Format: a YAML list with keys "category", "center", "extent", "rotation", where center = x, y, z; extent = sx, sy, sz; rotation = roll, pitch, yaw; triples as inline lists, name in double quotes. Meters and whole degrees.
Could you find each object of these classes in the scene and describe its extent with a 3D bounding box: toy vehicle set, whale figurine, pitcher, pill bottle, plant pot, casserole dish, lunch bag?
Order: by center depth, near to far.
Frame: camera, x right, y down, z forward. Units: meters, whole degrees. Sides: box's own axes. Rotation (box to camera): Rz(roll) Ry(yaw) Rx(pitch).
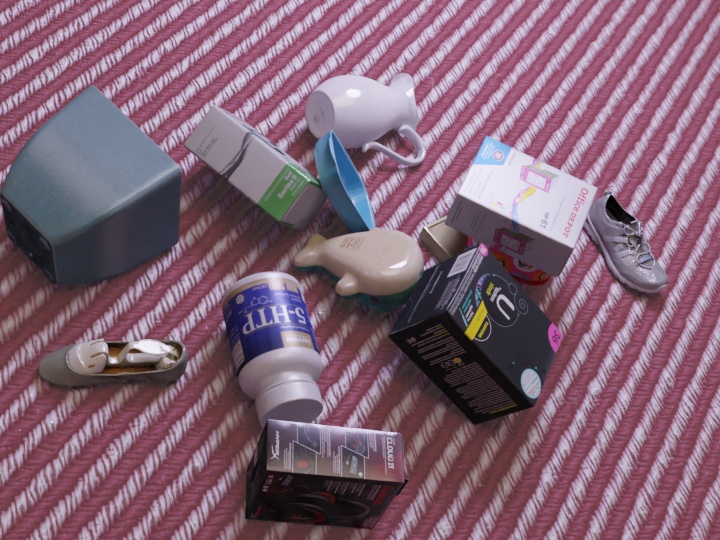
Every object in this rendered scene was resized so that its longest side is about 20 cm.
- category: "pill bottle"
  center: [-0.118, 0.114, 1.535]
  extent: [0.119, 0.120, 0.201]
  rotation: [-4, 56, -22]
- category: "plant pot"
  center: [-0.393, -0.097, 1.561]
  extent: [0.196, 0.197, 0.200]
  rotation: [43, 60, 15]
- category: "whale figurine"
  center: [0.000, 0.000, 1.695]
  extent: [0.199, 0.104, 0.159]
  rotation: [9, 42, 18]
- category: "casserole dish"
  center: [-0.026, -0.131, 1.738]
  extent: [0.039, 0.200, 0.122]
  rotation: [-19, 54, 10]
- category: "lunch bag"
  center: [0.248, -0.084, 1.804]
  extent: [0.175, 0.082, 0.201]
  rotation: [20, 51, -3]
- category: "toy vehicle set"
  center: [0.210, -0.056, 1.841]
  extent: [0.199, 0.027, 0.124]
  rotation: [-25, 65, -33]
- category: "pitcher"
  center: [0.017, -0.250, 1.876]
  extent: [0.199, 0.121, 0.173]
  rotation: [-12, 73, -40]

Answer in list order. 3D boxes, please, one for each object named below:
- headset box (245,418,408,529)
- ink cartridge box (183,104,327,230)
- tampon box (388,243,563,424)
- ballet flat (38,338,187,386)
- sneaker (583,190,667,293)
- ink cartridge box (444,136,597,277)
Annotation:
- category: "headset box"
  center: [-0.039, 0.267, 1.426]
  extent: [0.198, 0.149, 0.075]
  rotation: [8, 53, -14]
- category: "ink cartridge box"
  center: [-0.157, -0.158, 1.707]
  extent: [0.200, 0.146, 0.084]
  rotation: [38, 96, 11]
- category: "tampon box"
  center: [0.171, 0.094, 1.601]
  extent: [0.200, 0.126, 0.150]
  rotation: [46, 48, -17]
- category: "ballet flat"
  center: [-0.333, 0.116, 1.494]
  extent: [0.198, 0.064, 0.068]
  rotation: [1, 53, -18]
- category: "sneaker"
  center: [0.456, -0.048, 1.885]
  extent: [0.074, 0.082, 0.200]
  rotation: [-23, 64, -32]
- category: "ink cartridge box"
  center: [0.252, -0.100, 1.719]
  extent: [0.199, 0.085, 0.145]
  rotation: [26, 53, 4]
